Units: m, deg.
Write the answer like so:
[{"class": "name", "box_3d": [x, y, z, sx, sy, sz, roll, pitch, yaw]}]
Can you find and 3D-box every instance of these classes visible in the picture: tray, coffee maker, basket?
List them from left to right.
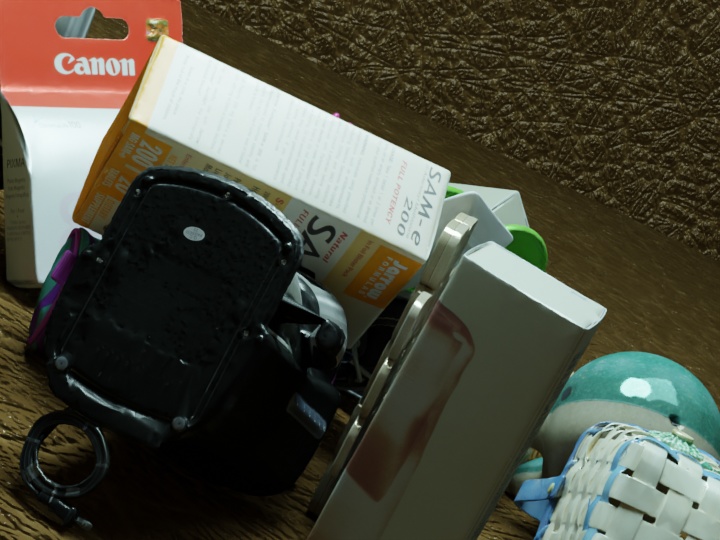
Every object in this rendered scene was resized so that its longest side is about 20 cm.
[{"class": "coffee maker", "box_3d": [-0.099, 0.057, 1.216, 0.135, 0.192, 0.200, 49, -3, 19]}, {"class": "tray", "box_3d": [0.000, 0.000, 1.463, 0.107, 0.199, 0.022, 41, 35, -66]}, {"class": "basket", "box_3d": [0.198, 0.184, 1.430, 0.175, 0.140, 0.200, 28, -16, -4]}]

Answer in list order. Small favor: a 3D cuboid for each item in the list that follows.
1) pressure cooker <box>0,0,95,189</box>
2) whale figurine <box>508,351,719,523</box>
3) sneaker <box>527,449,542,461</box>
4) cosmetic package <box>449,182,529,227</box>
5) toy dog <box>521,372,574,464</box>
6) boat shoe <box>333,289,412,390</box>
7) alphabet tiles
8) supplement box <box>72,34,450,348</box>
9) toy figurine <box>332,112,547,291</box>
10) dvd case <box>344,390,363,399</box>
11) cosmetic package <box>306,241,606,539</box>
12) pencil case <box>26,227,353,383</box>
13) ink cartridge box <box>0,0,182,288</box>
[{"class": "pressure cooker", "box_3d": [-0.291, -0.147, 1.548, 0.178, 0.201, 0.175, 33, -26, -32]}, {"class": "whale figurine", "box_3d": [0.182, 0.125, 1.567, 0.158, 0.104, 0.200, 25, -27, -10]}, {"class": "sneaker", "box_3d": [0.116, 0.094, 1.786, 0.087, 0.076, 0.200, 16, 17, -49]}, {"class": "cosmetic package", "box_3d": [0.056, -0.019, 1.874, 0.199, 0.104, 0.073, 7, 33, 46]}, {"class": "toy dog", "box_3d": [0.081, 0.087, 1.601, 0.096, 0.132, 0.200, 35, -7, 21]}, {"class": "boat shoe", "box_3d": [-0.008, 0.052, 1.528, 0.199, 0.074, 0.060, 9, 38, 43]}, {"class": "alphabet tiles", "box_3d": [0.020, 0.057, 1.359, 0.015, 0.201, 0.196, 27, 11, 5]}, {"class": "supplement box", "box_3d": [-0.062, -0.045, 1.336, 0.199, 0.126, 0.074, 24, 55, -11]}, {"class": "toy figurine", "box_3d": [0.021, -0.049, 1.682, 0.199, 0.151, 0.184, -1, 34, -28]}, {"class": "dvd case", "box_3d": [-0.001, 0.041, 1.707, 0.148, 0.016, 0.200, 27, 25, 24]}, {"class": "cosmetic package", "box_3d": [0.057, 0.092, 1.287, 0.087, 0.201, 0.103, 31, 10, 10]}, {"class": "pencil case", "box_3d": [-0.110, 0.050, 1.370, 0.199, 0.086, 0.092, 26, -14, -10]}, {"class": "ink cartridge box", "box_3d": [-0.172, -0.091, 1.502, 0.162, 0.202, 0.057, -3, 5, -41]}]
